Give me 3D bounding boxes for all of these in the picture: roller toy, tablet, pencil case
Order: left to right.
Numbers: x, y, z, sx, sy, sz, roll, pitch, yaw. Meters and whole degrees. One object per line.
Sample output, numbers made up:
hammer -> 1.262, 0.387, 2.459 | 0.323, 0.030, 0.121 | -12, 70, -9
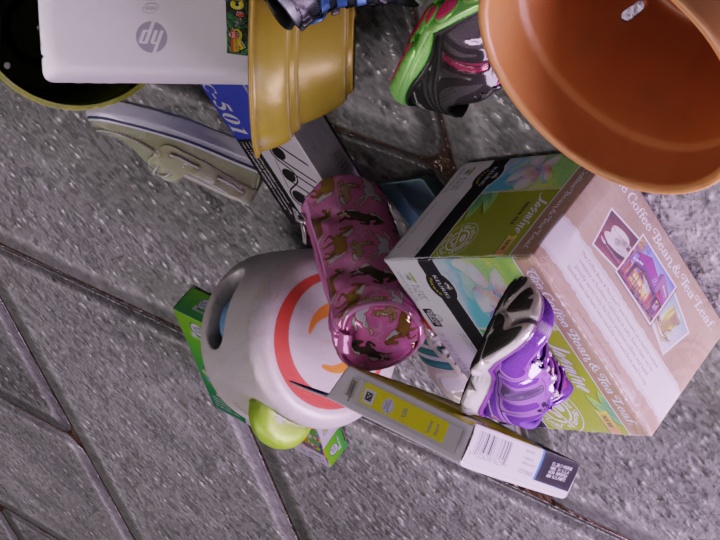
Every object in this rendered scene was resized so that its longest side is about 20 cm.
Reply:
tablet -> -0.183, -0.227, 1.504 | 0.197, 0.014, 0.132 | 1, 111, 0
roller toy -> -0.065, 0.070, 1.779 | 0.139, 0.199, 0.184 | -4, 108, 56
pencil case -> 0.000, 0.000, 1.554 | 0.083, 0.086, 0.201 | 49, -165, -39

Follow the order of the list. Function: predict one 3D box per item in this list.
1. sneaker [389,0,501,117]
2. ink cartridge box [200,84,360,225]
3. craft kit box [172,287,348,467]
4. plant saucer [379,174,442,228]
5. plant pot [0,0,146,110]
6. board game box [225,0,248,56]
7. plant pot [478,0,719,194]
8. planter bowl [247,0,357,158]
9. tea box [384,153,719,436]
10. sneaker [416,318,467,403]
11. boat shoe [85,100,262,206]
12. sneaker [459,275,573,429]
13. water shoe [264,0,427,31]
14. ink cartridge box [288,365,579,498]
sneaker -> 0.087, -0.182, 1.346 | 0.083, 0.077, 0.200 | 25, 157, -6
ink cartridge box -> -0.075, -0.131, 1.645 | 0.093, 0.044, 0.201 | 3, 134, 48
craft kit box -> -0.120, 0.130, 2.092 | 0.199, 0.049, 0.199 | 23, 145, 32
plant saucer -> 0.096, -0.013, 1.625 | 0.070, 0.019, 0.201 | -3, 130, 54
plant pot -> -0.290, -0.243, 1.630 | 0.201, 0.200, 0.193 | 48, 164, -14
board game box -> -0.094, -0.281, 1.375 | 0.023, 0.106, 0.201 | 6, 141, 2
plant pot -> 0.195, -0.172, 1.126 | 0.199, 0.140, 0.201 | 31, 151, 19
planter bowl -> -0.044, -0.193, 1.420 | 0.082, 0.202, 0.201 | 1, 146, 2
tea box -> 0.164, 0.020, 1.454 | 0.196, 0.134, 0.201 | -3, 129, 54
sneaker -> 0.079, 0.061, 1.640 | 0.201, 0.070, 0.093 | 55, -177, 1
boat shoe -> -0.178, -0.117, 1.683 | 0.198, 0.063, 0.072 | 18, 178, -25
sneaker -> 0.134, 0.070, 1.362 | 0.083, 0.081, 0.200 | 23, 159, 7
water shoe -> -0.038, -0.222, 1.323 | 0.198, 0.080, 0.071 | 13, -167, -34
ink cartridge box -> 0.068, 0.134, 1.530 | 0.199, 0.047, 0.197 | 26, -178, 36
